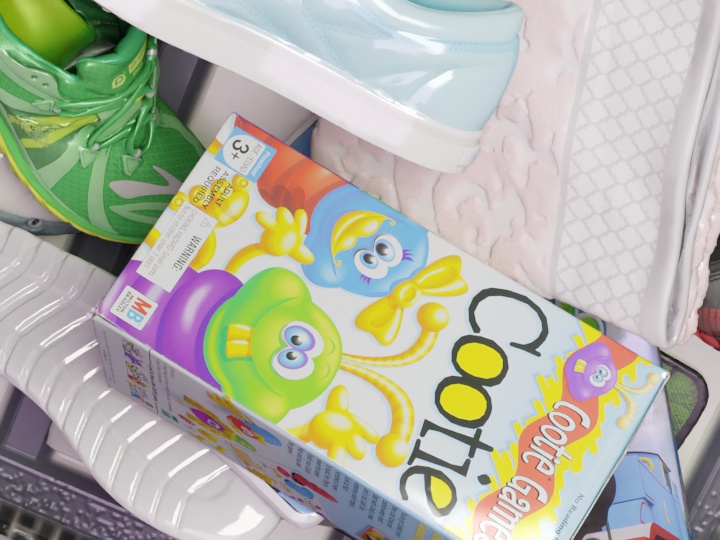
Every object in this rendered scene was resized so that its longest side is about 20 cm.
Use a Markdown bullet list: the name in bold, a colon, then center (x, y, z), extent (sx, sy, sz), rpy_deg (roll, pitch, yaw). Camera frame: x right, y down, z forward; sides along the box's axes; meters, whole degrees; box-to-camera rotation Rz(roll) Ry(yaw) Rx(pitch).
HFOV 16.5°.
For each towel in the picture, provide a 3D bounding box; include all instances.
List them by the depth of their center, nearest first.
- **towel**: center (0.063, -0.088, 0.958), extent (0.191, 0.032, 0.200), rpy_deg (24, 117, 33)

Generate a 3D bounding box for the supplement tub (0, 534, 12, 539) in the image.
- **supplement tub**: center (-0.255, 0.153, 1.154), extent (0.200, 0.132, 0.132), rpy_deg (25, 109, -3)

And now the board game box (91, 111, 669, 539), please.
- **board game box**: center (0.006, 0.043, 0.994), extent (0.200, 0.105, 0.103), rpy_deg (31, 74, 7)

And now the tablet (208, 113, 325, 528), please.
- **tablet**: center (0.000, 0.000, 1.068), extent (0.130, 0.014, 0.200), rpy_deg (43, 76, 11)

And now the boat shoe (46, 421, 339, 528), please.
- **boat shoe**: center (-0.053, 0.071, 1.120), extent (0.201, 0.070, 0.072), rpy_deg (7, 79, 34)

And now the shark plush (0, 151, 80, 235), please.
- **shark plush**: center (-0.226, -0.036, 1.124), extent (0.200, 0.091, 0.083), rpy_deg (-13, 138, 5)

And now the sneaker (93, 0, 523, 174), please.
- **sneaker**: center (-0.031, -0.115, 0.928), extent (0.200, 0.074, 0.082), rpy_deg (25, 104, -11)

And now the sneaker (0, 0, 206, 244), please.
- **sneaker**: center (-0.118, -0.078, 1.055), extent (0.084, 0.074, 0.200), rpy_deg (3, 146, 41)

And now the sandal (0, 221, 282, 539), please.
- **sandal**: center (-0.107, 0.046, 1.087), extent (0.203, 0.050, 0.082), rpy_deg (40, 79, 14)

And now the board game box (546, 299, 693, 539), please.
- **board game box**: center (0.068, 0.079, 1.134), extent (0.151, 0.037, 0.200), rpy_deg (-9, 106, 10)

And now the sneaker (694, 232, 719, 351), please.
- **sneaker**: center (0.118, -0.042, 1.003), extent (0.071, 0.200, 0.098), rpy_deg (-43, 130, 14)

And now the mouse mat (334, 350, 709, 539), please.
- **mouse mat**: center (0.040, 0.067, 1.156), extent (0.200, 0.008, 0.161), rpy_deg (31, 109, -3)
